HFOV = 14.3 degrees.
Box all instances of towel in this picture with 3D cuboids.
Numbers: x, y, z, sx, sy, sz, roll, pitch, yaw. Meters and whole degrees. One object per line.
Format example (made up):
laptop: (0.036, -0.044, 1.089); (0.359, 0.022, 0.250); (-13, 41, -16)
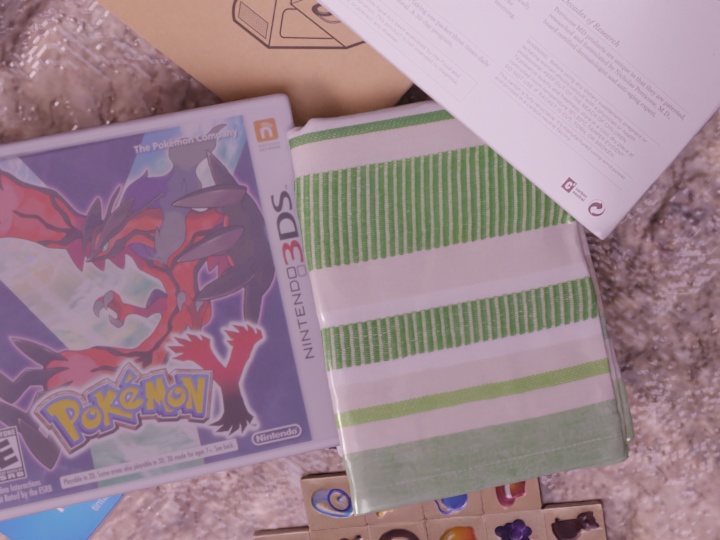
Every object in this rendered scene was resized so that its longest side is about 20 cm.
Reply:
towel: (0.050, 0.012, 1.451); (0.152, 0.023, 0.201); (-10, 84, -12)

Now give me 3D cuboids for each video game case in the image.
video game case: (-0.112, 0.017, 1.434); (0.199, 0.023, 0.183); (-12, 87, -17)

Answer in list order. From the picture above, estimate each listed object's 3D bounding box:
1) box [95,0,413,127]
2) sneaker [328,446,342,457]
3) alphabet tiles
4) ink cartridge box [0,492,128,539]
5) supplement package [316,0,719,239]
box: (-0.016, -0.166, 1.449); (0.163, 0.021, 0.200); (38, 112, -12)
sneaker: (0.002, 0.064, 1.521); (0.199, 0.085, 0.077); (0, 115, 7)
alphabet tiles: (0.044, 0.183, 1.617); (0.199, 0.006, 0.167); (-6, 114, 9)
ink cartridge box: (-0.202, 0.043, 1.498); (0.200, 0.147, 0.086); (36, 115, -11)
supplement package: (0.100, -0.163, 1.347); (0.191, 0.147, 0.200); (39, 100, -13)
